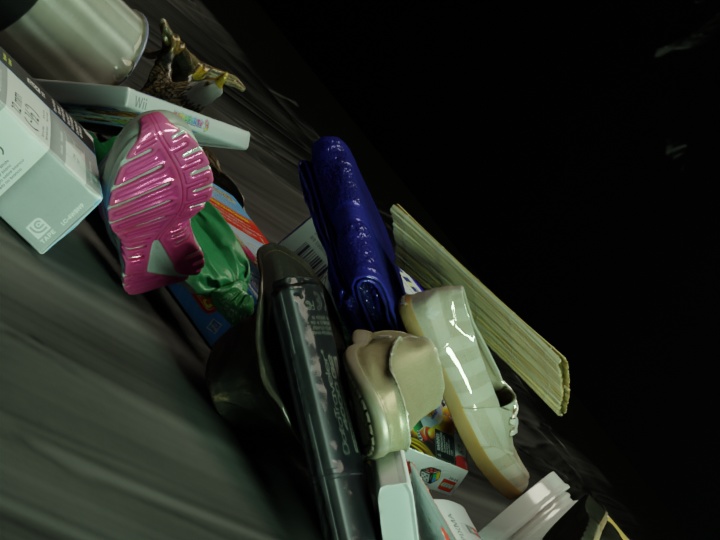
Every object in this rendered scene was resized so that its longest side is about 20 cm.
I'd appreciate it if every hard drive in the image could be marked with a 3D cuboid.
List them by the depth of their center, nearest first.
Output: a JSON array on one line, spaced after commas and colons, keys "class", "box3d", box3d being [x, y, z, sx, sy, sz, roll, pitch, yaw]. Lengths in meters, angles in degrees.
[{"class": "hard drive", "box3d": [0.026, 0.186, 1.642, 0.200, 0.027, 0.132, -98, -179, -76]}]

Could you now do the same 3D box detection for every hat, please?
[{"class": "hat", "box3d": [-0.067, 0.074, 1.657, 0.201, 0.081, 0.201, -17, 90, -75]}]

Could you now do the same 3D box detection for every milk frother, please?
[{"class": "milk frother", "box3d": [-0.262, -0.274, 1.906, 0.188, 0.200, 0.181, 43, 5, -37]}]

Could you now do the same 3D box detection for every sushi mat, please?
[{"class": "sushi mat", "box3d": [0.093, 0.032, 1.769, 0.200, 0.012, 0.096, 44, -19, 27]}]

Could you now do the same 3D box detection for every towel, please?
[{"class": "towel", "box3d": [0.000, 0.000, 1.818, 0.200, 0.049, 0.148, -104, 172, -50]}]

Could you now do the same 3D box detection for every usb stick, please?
[{"class": "usb stick", "box3d": [-0.026, 0.103, 1.565, 0.055, 0.033, 0.201, 7, 67, -62]}]

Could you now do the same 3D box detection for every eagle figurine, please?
[{"class": "eagle figurine", "box3d": [-0.174, -0.135, 2.105, 0.151, 0.151, 0.201, 7, 56, -10]}]

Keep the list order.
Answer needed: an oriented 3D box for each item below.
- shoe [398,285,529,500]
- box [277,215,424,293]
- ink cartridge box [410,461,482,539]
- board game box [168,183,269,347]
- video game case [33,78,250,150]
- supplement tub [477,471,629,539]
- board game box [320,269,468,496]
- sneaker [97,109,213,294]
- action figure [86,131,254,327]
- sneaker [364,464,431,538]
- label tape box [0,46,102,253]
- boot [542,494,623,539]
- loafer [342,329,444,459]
[{"class": "shoe", "box3d": [0.094, 0.097, 1.770, 0.200, 0.053, 0.070, 61, 9, -25]}, {"class": "box", "box3d": [-0.004, 0.037, 2.167, 0.184, 0.105, 0.200, 49, 7, 2]}, {"class": "ink cartridge box", "box3d": [0.096, 0.234, 1.648, 0.162, 0.050, 0.200, 60, -12, 29]}, {"class": "board game box", "box3d": [-0.118, -0.004, 1.908, 0.196, 0.056, 0.200, 52, 8, 25]}, {"class": "video game case", "box3d": [-0.197, -0.127, 1.809, 0.143, 0.018, 0.200, 7, -3, 25]}, {"class": "supplement tub", "box3d": [0.176, 0.279, 1.819, 0.200, 0.145, 0.145, 50, 8, 8]}, {"class": "board game box", "box3d": [0.022, 0.090, 1.841, 0.126, 0.035, 0.200, 22, 32, -17]}, {"class": "sneaker", "box3d": [-0.160, -0.064, 1.635, 0.200, 0.081, 0.088, 105, -34, -60]}, {"class": "action figure", "box3d": [-0.147, -0.030, 1.766, 0.118, 0.055, 0.200, -12, 50, -44]}, {"class": "sneaker", "box3d": [0.030, 0.155, 1.849, 0.075, 0.082, 0.200, 45, 8, -21]}, {"class": "label tape box", "box3d": [-0.273, -0.120, 1.576, 0.200, 0.066, 0.143, 47, 7, -21]}, {"class": "boot", "box3d": [0.196, 0.250, 1.664, 0.138, 0.077, 0.200, 44, 21, 0]}, {"class": "loafer", "box3d": [0.026, 0.080, 1.629, 0.200, 0.068, 0.076, -93, 172, -75]}]
